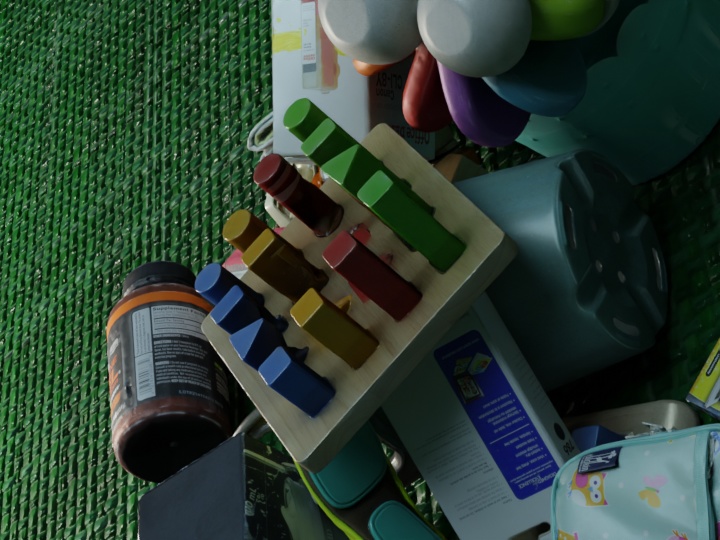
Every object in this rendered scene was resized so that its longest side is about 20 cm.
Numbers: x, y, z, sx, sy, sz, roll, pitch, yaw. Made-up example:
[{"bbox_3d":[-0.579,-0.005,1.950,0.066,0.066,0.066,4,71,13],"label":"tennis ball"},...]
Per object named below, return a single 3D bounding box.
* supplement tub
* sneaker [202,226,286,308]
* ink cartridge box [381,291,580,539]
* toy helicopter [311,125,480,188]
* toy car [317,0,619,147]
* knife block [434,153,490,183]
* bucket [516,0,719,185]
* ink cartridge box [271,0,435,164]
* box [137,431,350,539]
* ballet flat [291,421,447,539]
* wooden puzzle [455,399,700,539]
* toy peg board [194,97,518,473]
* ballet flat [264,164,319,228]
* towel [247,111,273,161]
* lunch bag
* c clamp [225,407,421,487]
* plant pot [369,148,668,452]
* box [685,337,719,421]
[{"bbox_3d":[-0.174,0.086,1.794,0.107,0.107,0.200,-40,39,27],"label":"supplement tub"},{"bbox_3d":[-0.051,-0.006,1.622,0.200,0.074,0.087,-3,56,50],"label":"sneaker"},{"bbox_3d":[0.078,0.102,1.352,0.099,0.200,0.039,-29,1,26],"label":"ink cartridge box"},{"bbox_3d":[0.007,-0.092,1.696,0.132,0.079,0.200,-31,10,-13],"label":"toy helicopter"},{"bbox_3d":[0.078,-0.160,1.379,0.200,0.175,0.150,11,115,35],"label":"toy car"},{"bbox_3d":[0.046,0.030,1.590,0.200,0.064,0.176,-41,39,26],"label":"knife block"},{"bbox_3d":[0.178,-0.170,1.500,0.207,0.135,0.208,-30,45,35],"label":"bucket"},{"bbox_3d":[-0.003,-0.182,1.524,0.083,0.145,0.200,0,92,22],"label":"ink cartridge box"},{"bbox_3d":[-0.051,0.255,1.432,0.124,0.196,0.200,-36,42,32],"label":"box"},{"bbox_3d":[0.001,0.165,1.405,0.067,0.200,0.067,-36,-3,-28],"label":"ballet flat"},{"bbox_3d":[0.133,0.181,1.383,0.200,0.046,0.186,-12,56,47],"label":"wooden puzzle"},{"bbox_3d":[-0.031,-0.008,1.335,0.199,0.098,0.200,-48,35,4],"label":"toy peg board"},{"bbox_3d":[-0.062,-0.031,1.770,0.070,0.065,0.200,-26,47,42],"label":"ballet flat"},{"bbox_3d":[-0.001,-0.162,1.708,0.171,0.048,0.200,-30,7,22],"label":"towel"},{"bbox_3d":[0.200,0.192,1.226,0.160,0.077,0.200,-16,69,39],"label":"lunch bag"},{"bbox_3d":[-0.032,0.150,1.497,0.171,0.200,0.027,-28,49,17],"label":"c clamp"},{"bbox_3d":[0.101,0.013,1.435,0.196,0.200,0.201,-19,51,33],"label":"plant pot"},{"bbox_3d":[0.309,0.024,1.278,0.137,0.038,0.200,29,89,56],"label":"box"}]
